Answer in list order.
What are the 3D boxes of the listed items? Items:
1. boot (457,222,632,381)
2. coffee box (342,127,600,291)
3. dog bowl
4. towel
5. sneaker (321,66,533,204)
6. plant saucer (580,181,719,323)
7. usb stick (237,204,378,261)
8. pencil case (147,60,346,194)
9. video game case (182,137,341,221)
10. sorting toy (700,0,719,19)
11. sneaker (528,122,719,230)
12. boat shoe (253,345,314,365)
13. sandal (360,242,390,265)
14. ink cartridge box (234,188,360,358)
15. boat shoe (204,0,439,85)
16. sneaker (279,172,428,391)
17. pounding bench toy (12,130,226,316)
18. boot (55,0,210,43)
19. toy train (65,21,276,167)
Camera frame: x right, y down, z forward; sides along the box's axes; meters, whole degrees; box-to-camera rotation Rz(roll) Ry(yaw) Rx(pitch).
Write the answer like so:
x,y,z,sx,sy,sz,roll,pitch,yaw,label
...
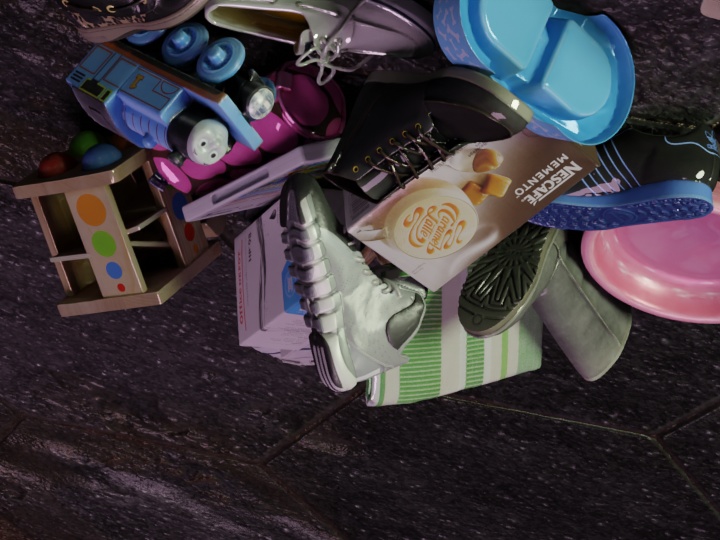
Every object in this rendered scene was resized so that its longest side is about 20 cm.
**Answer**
x,y,z,sx,sy,sz,roll,pitch,yaw,label
0.181,0.041,1.761,0.072,0.182,0.200,18,151,36,boot
0.093,-0.087,1.608,0.200,0.080,0.114,-37,126,27,coffee box
0.137,-0.180,1.486,0.200,0.112,0.050,37,158,-31,dog bowl
0.091,0.045,1.764,0.023,0.200,0.153,29,126,52,towel
0.054,-0.102,1.497,0.075,0.106,0.200,36,164,-31,sneaker
0.307,-0.023,1.710,0.200,0.051,0.201,12,148,8,plant saucer
-0.024,-0.043,1.849,0.200,0.033,0.055,17,152,-1,usb stick
-0.109,-0.132,1.697,0.200,0.091,0.094,-19,127,41,pencil case
-0.056,-0.090,1.708,0.143,0.018,0.200,-14,175,-39,video game case
0.367,-0.214,1.355,0.200,0.070,0.199,15,149,3,sorting toy
0.223,-0.084,1.624,0.200,0.078,0.070,-2,157,32,sneaker
-0.033,0.066,2.005,0.200,0.074,0.065,-2,151,45,boat shoe
0.043,-0.024,1.767,0.070,0.078,0.212,48,134,4,sandal
-0.070,0.007,1.786,0.067,0.116,0.200,4,160,-25,ink cartridge box
-0.036,-0.200,1.548,0.202,0.086,0.075,18,150,-2,boat shoe
0.000,0.000,1.654,0.115,0.200,0.075,-16,-167,-17,sneaker
-0.222,-0.072,1.821,0.124,0.200,0.156,-7,111,30,pounding bench toy
-0.212,-0.269,1.539,0.200,0.073,0.151,-9,141,44,boot
-0.161,-0.155,1.607,0.200,0.114,0.087,30,167,40,toy train
